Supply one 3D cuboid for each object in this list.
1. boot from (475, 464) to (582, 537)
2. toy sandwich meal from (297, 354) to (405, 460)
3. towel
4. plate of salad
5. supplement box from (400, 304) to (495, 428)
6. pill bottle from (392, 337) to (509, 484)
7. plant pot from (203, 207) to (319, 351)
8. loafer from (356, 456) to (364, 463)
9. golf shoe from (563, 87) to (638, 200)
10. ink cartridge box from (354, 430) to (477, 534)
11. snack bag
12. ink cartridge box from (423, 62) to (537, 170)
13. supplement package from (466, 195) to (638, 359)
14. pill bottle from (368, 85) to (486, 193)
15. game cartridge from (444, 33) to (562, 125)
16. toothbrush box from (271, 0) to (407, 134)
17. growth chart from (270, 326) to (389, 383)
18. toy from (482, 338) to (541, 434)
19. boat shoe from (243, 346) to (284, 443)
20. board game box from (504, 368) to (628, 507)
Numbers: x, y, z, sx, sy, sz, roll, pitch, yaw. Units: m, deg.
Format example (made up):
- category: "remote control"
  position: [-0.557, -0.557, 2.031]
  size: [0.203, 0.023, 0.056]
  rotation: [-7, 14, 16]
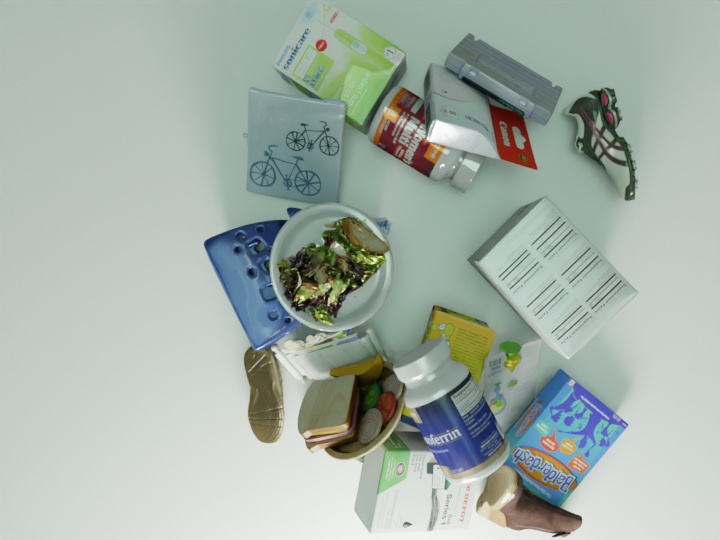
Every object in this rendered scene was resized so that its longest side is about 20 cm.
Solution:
- category: "boot"
  position: [0.297, 0.398, 0.907]
  size: [0.164, 0.201, 0.073]
  rotation: [11, 53, 5]
- category: "toy sandwich meal"
  position: [-0.016, 0.224, 0.899]
  size: [0.205, 0.206, 0.070]
  rotation: [-41, 119, 6]
- category: "towel"
  position: [0.000, 0.000, 0.934]
  size: [0.023, 0.147, 0.203]
  rotation: [21, 94, -9]
- category: "plate of salad"
  position: [-0.042, -0.008, 0.824]
  size: [0.197, 0.048, 0.204]
  rotation: [1, 85, -11]
- category: "supplement box"
  position: [0.151, 0.177, 0.942]
  size: [0.108, 0.109, 0.203]
  rotation: [18, 93, 5]
- category: "pill bottle"
  position: [0.138, 0.216, 0.832]
  size: [0.115, 0.116, 0.202]
  rotation: [-30, 89, 6]
- category: "plant pot"
  position: [-0.134, 0.005, 0.929]
  size: [0.178, 0.200, 0.202]
  rotation: [-26, 89, -1]
- category: "loafer"
  position: [-0.009, 0.297, 0.979]
  size: [0.197, 0.076, 0.069]
  rotation: [21, 100, 6]
- category: "golf shoe"
  position: [0.426, -0.213, 0.929]
  size: [0.087, 0.077, 0.203]
  rotation: [-18, 87, 26]
- category: "ink cartridge box"
  position: [0.103, 0.365, 0.923]
  size: [0.197, 0.084, 0.149]
  rotation: [9, 94, -23]
- category: "snack bag"
  position: [-0.122, -0.222, 0.964]
  size: [0.185, 0.021, 0.203]
  rotation: [11, 120, 8]
- category: "ink cartridge box"
  position: [0.203, -0.258, 0.884]
  size: [0.197, 0.057, 0.164]
  rotation: [10, 50, -8]
- category: "supplement package"
  position: [0.303, 0.007, 0.879]
  size: [0.147, 0.191, 0.200]
  rotation: [-44, 88, 6]
- category: "pill bottle"
  position: [0.122, -0.227, 0.933]
  size: [0.198, 0.110, 0.110]
  rotation: [32, 95, 5]
- category: "game cartridge"
  position: [0.247, -0.330, 0.914]
  size: [0.198, 0.130, 0.039]
  rotation: [33, 139, 4]
- category: "toothbrush box"
  position: [-0.035, -0.368, 0.958]
  size: [0.199, 0.086, 0.147]
  rotation: [35, 95, 6]
- category: "growth chart"
  position: [-0.051, 0.155, 0.966]
  size: [0.197, 0.018, 0.146]
  rotation: [-12, 134, 8]
- category: "toy"
  position: [0.252, 0.209, 0.930]
  size: [0.114, 0.047, 0.203]
  rotation: [-14, 122, -19]
- category: "boat shoe"
  position: [-0.174, 0.225, 1.000]
  size: [0.073, 0.066, 0.203]
  rotation: [1, 107, 5]
- category: "board game box"
  position: [0.350, 0.300, 0.939]
  size: [0.151, 0.045, 0.201]
  rotation: [36, 96, -12]
